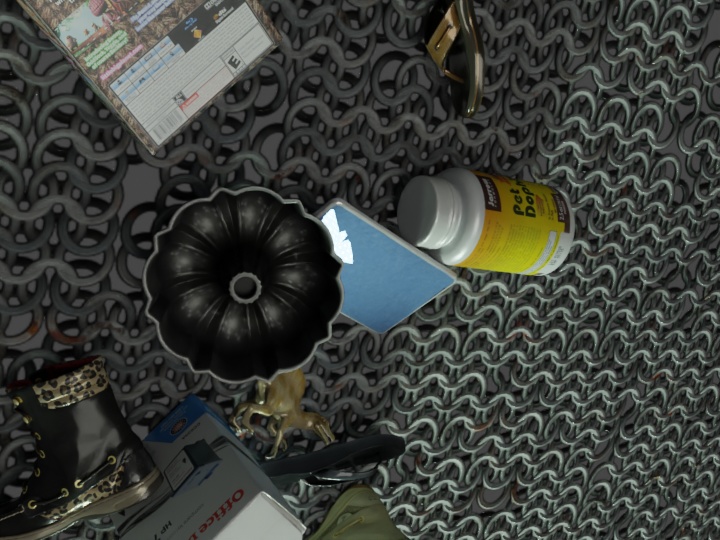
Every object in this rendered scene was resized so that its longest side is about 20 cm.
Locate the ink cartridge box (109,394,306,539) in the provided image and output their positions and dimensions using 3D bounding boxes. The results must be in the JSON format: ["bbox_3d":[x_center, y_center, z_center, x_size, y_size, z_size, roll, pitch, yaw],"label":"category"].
[{"bbox_3d":[-0.167,0.242,0.961,0.146,0.200,0.086,-44,125,-8],"label":"ink cartridge box"}]

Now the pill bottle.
[{"bbox_3d":[0.143,-0.056,1.081,0.198,0.109,0.111,6,107,-33],"label":"pill bottle"}]

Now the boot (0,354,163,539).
[{"bbox_3d":[-0.309,0.178,0.923,0.197,0.073,0.152,-17,103,7],"label":"boot"}]

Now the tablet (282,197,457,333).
[{"bbox_3d":[0.000,0.000,1.041,0.130,0.014,0.199,-37,131,28],"label":"tablet"}]

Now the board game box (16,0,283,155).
[{"bbox_3d":[-0.194,-0.235,0.812,0.159,0.097,0.201,-42,125,-9],"label":"board game box"}]

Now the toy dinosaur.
[{"bbox_3d":[-0.103,0.141,1.060,0.101,0.058,0.201,-48,128,-25],"label":"toy dinosaur"}]

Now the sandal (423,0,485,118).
[{"bbox_3d":[0.092,-0.260,0.989,0.054,0.082,0.202,-12,118,-8],"label":"sandal"}]

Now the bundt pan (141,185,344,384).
[{"bbox_3d":[-0.118,0.006,0.946,0.199,0.076,0.205,-3,107,-9],"label":"bundt pan"}]

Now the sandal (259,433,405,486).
[{"bbox_3d":[-0.038,0.238,1.116,0.197,0.043,0.076,-11,156,-20],"label":"sandal"}]

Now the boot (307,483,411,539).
[{"bbox_3d":[-0.013,0.381,1.138,0.073,0.155,0.201,37,89,-36],"label":"boot"}]
